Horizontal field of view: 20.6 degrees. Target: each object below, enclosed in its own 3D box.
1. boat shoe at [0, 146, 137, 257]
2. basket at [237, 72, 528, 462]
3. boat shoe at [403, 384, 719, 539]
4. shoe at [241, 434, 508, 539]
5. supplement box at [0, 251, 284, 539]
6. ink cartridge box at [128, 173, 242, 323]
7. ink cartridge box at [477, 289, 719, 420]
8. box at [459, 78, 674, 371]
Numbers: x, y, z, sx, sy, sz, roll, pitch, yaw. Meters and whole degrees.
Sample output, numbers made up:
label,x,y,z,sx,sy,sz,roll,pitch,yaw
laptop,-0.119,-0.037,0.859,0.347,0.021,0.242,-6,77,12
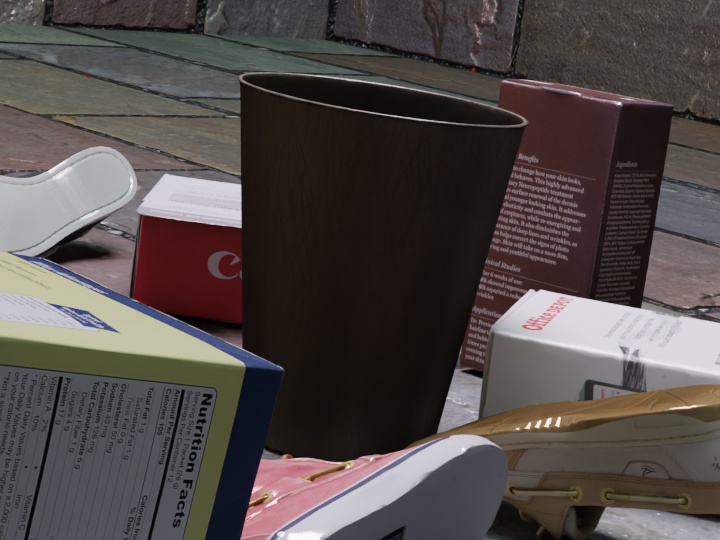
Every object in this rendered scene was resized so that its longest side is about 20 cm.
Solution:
label,x,y,z,sx,sy,sz,roll,pitch,yaw
boat shoe,-0.258,-0.038,1.519,0.200,0.076,0.060,-18,-12,-45
basket,0.000,0.000,1.130,0.180,0.201,0.136,15,14,37
boat shoe,0.107,0.105,1.021,0.200,0.069,0.074,-11,4,42
shoe,-0.015,0.108,0.911,0.091,0.072,0.200,21,21,29
supplement box,-0.176,0.067,0.782,0.199,0.135,0.200,10,7,-40
ink cartridge box,-0.059,-0.006,1.419,0.199,0.084,0.176,7,11,1
ink cartridge box,0.179,0.077,1.161,0.199,0.084,0.146,11,12,15
box,0.137,-0.023,1.335,0.100,0.201,0.075,17,14,39
